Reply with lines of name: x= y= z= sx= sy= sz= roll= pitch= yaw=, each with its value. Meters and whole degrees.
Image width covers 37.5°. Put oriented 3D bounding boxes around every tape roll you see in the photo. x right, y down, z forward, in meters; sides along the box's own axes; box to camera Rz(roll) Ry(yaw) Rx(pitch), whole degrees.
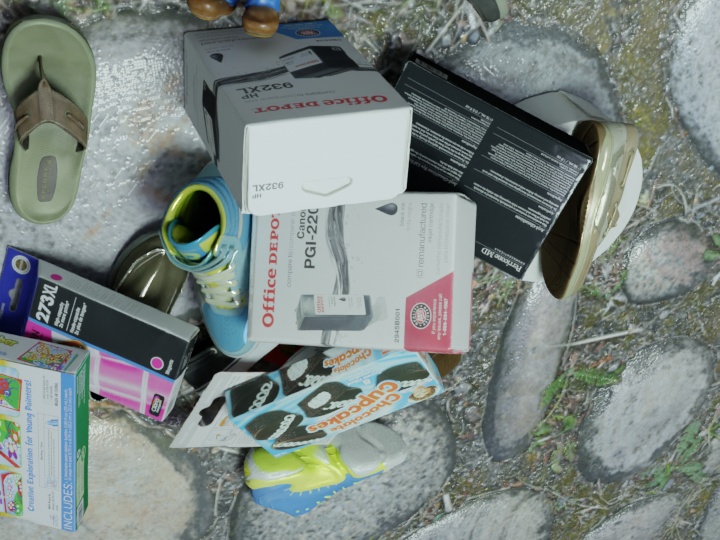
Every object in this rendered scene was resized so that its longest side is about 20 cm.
tape roll: x=0.207 y=-0.090 z=1.165 sx=0.201 sy=0.071 sz=0.203 roll=-12 pitch=126 yaw=-17

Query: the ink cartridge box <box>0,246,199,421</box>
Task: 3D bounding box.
ink cartridge box: x=-0.258 y=0.060 z=1.000 sx=0.199 sy=0.037 sz=0.095 roll=24 pitch=114 yaw=4

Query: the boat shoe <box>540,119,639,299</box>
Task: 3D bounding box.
boat shoe: x=0.243 y=-0.060 z=1.114 sx=0.065 sy=0.072 sz=0.201 roll=-2 pitch=117 yaw=-23

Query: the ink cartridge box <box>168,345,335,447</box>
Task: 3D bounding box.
ink cartridge box: x=-0.093 y=0.135 z=1.150 sx=0.199 sy=0.050 sz=0.161 roll=5 pitch=141 yaw=-29

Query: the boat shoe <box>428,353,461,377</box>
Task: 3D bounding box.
boat shoe: x=0.044 y=0.054 z=1.122 sx=0.073 sy=0.063 sz=0.200 roll=-38 pitch=137 yaw=4

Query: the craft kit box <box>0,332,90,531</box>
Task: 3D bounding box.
craft kit box: x=-0.359 y=0.147 z=1.016 sx=0.196 sy=0.049 sz=0.201 roll=11 pitch=121 yaw=0

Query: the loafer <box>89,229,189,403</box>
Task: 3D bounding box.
loafer: x=-0.224 y=0.052 z=1.055 sx=0.075 sy=0.070 sz=0.201 roll=19 pitch=112 yaw=-34

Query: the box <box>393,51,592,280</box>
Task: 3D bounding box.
box: x=0.104 y=-0.103 z=1.045 sx=0.199 sy=0.079 sz=0.142 roll=28 pitch=108 yaw=-3

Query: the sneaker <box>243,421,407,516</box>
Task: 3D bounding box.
sneaker: x=-0.046 y=0.240 z=1.278 sx=0.199 sy=0.076 sz=0.105 roll=-2 pitch=135 yaw=-16

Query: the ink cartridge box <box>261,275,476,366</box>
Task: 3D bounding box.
ink cartridge box: x=0.009 y=0.052 z=1.163 sx=0.162 sy=0.050 sz=0.200 roll=23 pitch=107 yaw=-35

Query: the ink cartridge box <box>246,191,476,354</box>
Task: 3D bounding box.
ink cartridge box: x=0.000 y=0.000 z=0.991 sx=0.085 sy=0.199 sz=0.147 roll=10 pitch=82 yaw=-70

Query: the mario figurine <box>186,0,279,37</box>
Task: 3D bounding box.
mario figurine: x=-0.095 y=-0.293 z=0.861 sx=0.123 sy=0.106 sz=0.201 roll=-1 pitch=124 yaw=-23

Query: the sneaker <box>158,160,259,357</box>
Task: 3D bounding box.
sneaker: x=-0.141 y=0.001 z=0.994 sx=0.079 sy=0.131 sz=0.201 roll=-1 pitch=105 yaw=14

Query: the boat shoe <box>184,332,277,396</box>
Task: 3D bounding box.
boat shoe: x=-0.113 y=0.053 z=1.093 sx=0.057 sy=0.069 sz=0.200 roll=41 pitch=104 yaw=-20

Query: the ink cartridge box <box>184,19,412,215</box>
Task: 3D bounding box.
ink cartridge box: x=-0.060 y=-0.139 z=0.919 sx=0.144 sy=0.200 sz=0.084 roll=-9 pitch=126 yaw=-20

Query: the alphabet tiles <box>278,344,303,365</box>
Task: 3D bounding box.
alphabet tiles: x=-0.041 y=0.017 z=1.155 sx=0.199 sy=0.015 sz=0.196 roll=-17 pitch=127 yaw=-15

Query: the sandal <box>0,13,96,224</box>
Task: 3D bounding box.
sandal: x=-0.267 y=-0.124 z=0.922 sx=0.079 sy=0.057 sz=0.202 roll=-6 pitch=124 yaw=-22

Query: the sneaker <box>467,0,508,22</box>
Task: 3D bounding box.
sneaker: x=0.044 y=-0.279 z=0.965 sx=0.106 sy=0.075 sz=0.200 roll=-42 pitch=121 yaw=12

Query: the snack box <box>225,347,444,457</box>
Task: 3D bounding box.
snack box: x=-0.024 y=0.125 z=1.088 sx=0.199 sy=0.037 sz=0.116 roll=-23 pitch=146 yaw=9
